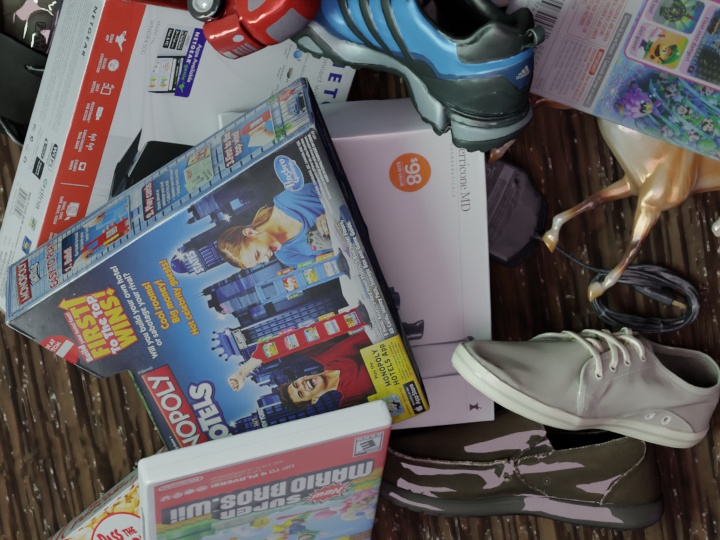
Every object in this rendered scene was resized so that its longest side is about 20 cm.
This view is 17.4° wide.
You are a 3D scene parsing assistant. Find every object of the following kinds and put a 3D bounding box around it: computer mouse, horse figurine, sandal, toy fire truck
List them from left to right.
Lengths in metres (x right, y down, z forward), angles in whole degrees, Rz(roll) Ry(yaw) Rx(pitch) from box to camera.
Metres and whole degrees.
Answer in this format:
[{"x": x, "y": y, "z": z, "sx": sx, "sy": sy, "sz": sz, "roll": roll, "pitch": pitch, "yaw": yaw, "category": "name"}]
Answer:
[{"x": -0.173, "y": -0.092, "z": 1.377, "sx": 0.199, "sy": 0.045, "sz": 0.075, "roll": 18, "pitch": 104, "yaw": -39, "category": "sandal"}, {"x": -0.042, "y": -0.230, "z": 1.289, "sx": 0.140, "sy": 0.049, "sz": 0.201, "roll": -19, "pitch": 77, "yaw": 19, "category": "toy fire truck"}, {"x": 0.116, "y": -0.016, "z": 1.425, "sx": 0.199, "sy": 0.034, "sz": 0.059, "roll": 29, "pitch": 87, "yaw": -6, "category": "computer mouse"}, {"x": 0.143, "y": -0.082, "z": 1.386, "sx": 0.132, "sy": 0.050, "sz": 0.201, "roll": -37, "pitch": 91, "yaw": 1, "category": "horse figurine"}]

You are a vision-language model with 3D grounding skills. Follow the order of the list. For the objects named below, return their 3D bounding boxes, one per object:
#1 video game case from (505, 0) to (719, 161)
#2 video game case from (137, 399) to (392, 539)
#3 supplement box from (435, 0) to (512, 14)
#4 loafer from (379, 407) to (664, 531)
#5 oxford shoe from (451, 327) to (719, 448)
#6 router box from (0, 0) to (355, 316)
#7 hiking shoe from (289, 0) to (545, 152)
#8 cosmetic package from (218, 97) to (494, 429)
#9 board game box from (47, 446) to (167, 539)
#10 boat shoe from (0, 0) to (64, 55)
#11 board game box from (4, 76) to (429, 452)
[{"x": 0.187, "y": -0.165, "z": 1.303, "sx": 0.181, "sy": 0.024, "sz": 0.201, "roll": 19, "pitch": 120, "yaw": -7, "category": "video game case"}, {"x": -0.057, "y": 0.139, "z": 1.367, "sx": 0.142, "sy": 0.200, "sz": 0.018, "roll": -13, "pitch": 64, "yaw": -11, "category": "video game case"}, {"x": 0.133, "y": -0.227, "z": 1.338, "sx": 0.198, "sy": 0.074, "sz": 0.127, "roll": -7, "pitch": 108, "yaw": 9, "category": "supplement box"}, {"x": 0.090, "y": 0.111, "z": 1.442, "sx": 0.198, "sy": 0.073, "sz": 0.072, "roll": 5, "pitch": 101, "yaw": -4, "category": "loafer"}, {"x": 0.136, "y": 0.059, "z": 1.380, "sx": 0.199, "sy": 0.075, "sz": 0.058, "roll": 11, "pitch": 116, "yaw": -36, "category": "oxford shoe"}, {"x": -0.108, "y": -0.062, "z": 1.375, "sx": 0.178, "sy": 0.049, "sz": 0.201, "roll": 5, "pitch": 110, "yaw": -36, "category": "router box"}, {"x": 0.021, "y": -0.152, "z": 1.313, "sx": 0.199, "sy": 0.074, "sz": 0.087, "roll": 32, "pitch": 134, "yaw": 21, "category": "hiking shoe"}, {"x": 0.000, "y": 0.000, "z": 1.377, "sx": 0.150, "sy": 0.052, "sz": 0.201, "roll": -7, "pitch": 120, "yaw": -4, "category": "cosmetic package"}, {"x": -0.100, "y": 0.220, "z": 1.501, "sx": 0.151, "sy": 0.046, "sz": 0.200, "roll": -38, "pitch": 97, "yaw": 14, "category": "board game box"}, {"x": -0.201, "y": -0.190, "z": 1.395, "sx": 0.071, "sy": 0.065, "sz": 0.202, "roll": -1, "pitch": 105, "yaw": 7, "category": "boat shoe"}, {"x": -0.087, "y": 0.020, "z": 1.314, "sx": 0.199, "sy": 0.062, "sz": 0.201, "roll": -19, "pitch": 121, "yaw": 5, "category": "board game box"}]
